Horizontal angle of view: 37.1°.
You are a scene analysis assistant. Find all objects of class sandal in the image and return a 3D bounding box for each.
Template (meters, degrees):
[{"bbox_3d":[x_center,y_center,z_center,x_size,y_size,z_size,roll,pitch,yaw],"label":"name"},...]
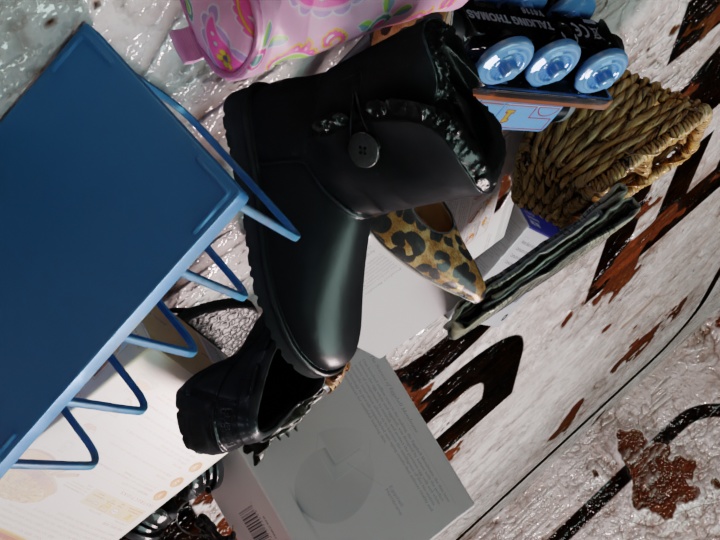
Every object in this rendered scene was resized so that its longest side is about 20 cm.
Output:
[{"bbox_3d":[-0.171,0.069,0.824,0.198,0.048,0.075,-32,150,5],"label":"sandal"}]

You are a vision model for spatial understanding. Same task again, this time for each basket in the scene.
[{"bbox_3d":[0.233,-0.100,1.016,0.145,0.147,0.200,-65,168,0],"label":"basket"}]

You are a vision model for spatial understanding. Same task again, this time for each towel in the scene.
[{"bbox_3d":[0.155,-0.003,0.971,0.191,0.035,0.200,-33,174,-2],"label":"towel"}]

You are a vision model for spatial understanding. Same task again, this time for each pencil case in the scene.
[{"bbox_3d":[-0.017,-0.173,0.626,0.198,0.087,0.088,-28,153,-36],"label":"pencil case"}]

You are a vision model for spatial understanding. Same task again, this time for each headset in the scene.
[{"bbox_3d":[-0.171,0.206,0.987,0.123,0.094,0.201,-39,146,-13],"label":"headset"}]

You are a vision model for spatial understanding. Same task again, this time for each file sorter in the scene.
[{"bbox_3d":[-0.151,-0.001,0.611,0.200,0.139,0.123,-47,159,5],"label":"file sorter"}]

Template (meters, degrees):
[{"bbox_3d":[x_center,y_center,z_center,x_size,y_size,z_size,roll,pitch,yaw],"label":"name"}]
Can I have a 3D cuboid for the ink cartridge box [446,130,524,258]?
[{"bbox_3d":[0.086,-0.058,1.052,0.173,0.043,0.201,-37,156,-25],"label":"ink cartridge box"}]

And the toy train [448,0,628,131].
[{"bbox_3d":[0.116,-0.157,0.825,0.197,0.088,0.114,-3,149,-37],"label":"toy train"}]

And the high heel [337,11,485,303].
[{"bbox_3d":[0.058,-0.082,0.748,0.142,0.201,0.072,-39,-172,23],"label":"high heel"}]

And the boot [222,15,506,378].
[{"bbox_3d":[0.010,-0.037,0.659,0.166,0.204,0.076,-9,-172,33],"label":"boot"}]

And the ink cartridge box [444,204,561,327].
[{"bbox_3d":[0.193,-0.018,1.307,0.201,0.041,0.199,-51,157,13],"label":"ink cartridge box"}]

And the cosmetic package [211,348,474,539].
[{"bbox_3d":[-0.027,0.214,1.082,0.198,0.201,0.123,-27,172,-34],"label":"cosmetic package"}]

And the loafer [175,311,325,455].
[{"bbox_3d":[-0.052,0.068,0.747,0.200,0.069,0.069,-41,126,-59],"label":"loafer"}]

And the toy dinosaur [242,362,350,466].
[{"bbox_3d":[-0.061,0.086,0.949,0.134,0.103,0.201,-30,165,-22],"label":"toy dinosaur"}]

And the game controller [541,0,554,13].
[{"bbox_3d":[0.155,-0.282,0.810,0.103,0.042,0.202,0,132,-41],"label":"game controller"}]

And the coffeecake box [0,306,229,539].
[{"bbox_3d":[-0.192,0.118,0.753,0.199,0.073,0.154,-38,144,3],"label":"coffeecake box"}]

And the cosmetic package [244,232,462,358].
[{"bbox_3d":[0.000,0.000,0.907,0.101,0.075,0.200,-34,153,12],"label":"cosmetic package"}]
